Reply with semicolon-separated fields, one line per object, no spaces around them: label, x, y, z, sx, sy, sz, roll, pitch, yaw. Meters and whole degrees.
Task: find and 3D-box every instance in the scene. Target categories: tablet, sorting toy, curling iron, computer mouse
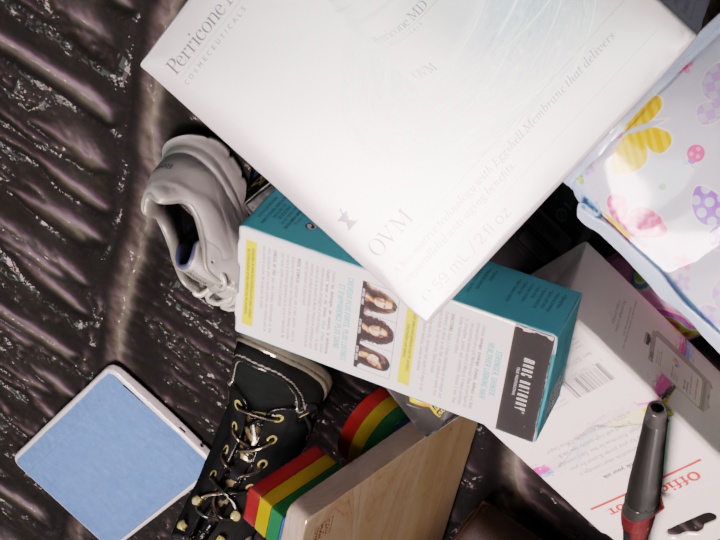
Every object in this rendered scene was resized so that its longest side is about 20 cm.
tablet;-0.222;0.171;1.374;0.130;0.014;0.200;44;132;-7
sorting toy;-0.011;0.188;1.166;0.069;0.198;0.201;36;134;27
curling iron;0.181;0.154;0.947;0.050;0.025;0.201;39;145;42
computer mouse;0.145;-0.064;0.982;0.139;0.053;0.200;49;128;15

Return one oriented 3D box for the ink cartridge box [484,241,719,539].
ink cartridge box;0.162;0.090;0.968;0.200;0.068;0.116;43;133;-15

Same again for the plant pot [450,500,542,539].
plant pot;0.124;0.297;1.175;0.198;0.200;0.201;38;132;9

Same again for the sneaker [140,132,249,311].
sneaker;-0.098;-0.001;1.136;0.074;0.087;0.200;-26;109;36

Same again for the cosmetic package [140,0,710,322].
cosmetic package;0.034;-0.122;0.775;0.200;0.123;0.200;42;114;0

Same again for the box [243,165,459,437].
box;0.000;0.000;1.039;0.049;0.160;0.200;-35;104;10

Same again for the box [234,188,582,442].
box;0.024;0.024;0.902;0.199;0.049;0.083;20;129;16

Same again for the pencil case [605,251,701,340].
pencil case;0.166;0.029;1.021;0.088;0.088;0.200;49;132;-11

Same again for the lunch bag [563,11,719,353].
lunch bag;0.228;-0.056;0.824;0.170;0.200;0.127;44;171;12

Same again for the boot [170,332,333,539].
boot;-0.085;0.137;1.137;0.073;0.154;0.204;25;162;10
